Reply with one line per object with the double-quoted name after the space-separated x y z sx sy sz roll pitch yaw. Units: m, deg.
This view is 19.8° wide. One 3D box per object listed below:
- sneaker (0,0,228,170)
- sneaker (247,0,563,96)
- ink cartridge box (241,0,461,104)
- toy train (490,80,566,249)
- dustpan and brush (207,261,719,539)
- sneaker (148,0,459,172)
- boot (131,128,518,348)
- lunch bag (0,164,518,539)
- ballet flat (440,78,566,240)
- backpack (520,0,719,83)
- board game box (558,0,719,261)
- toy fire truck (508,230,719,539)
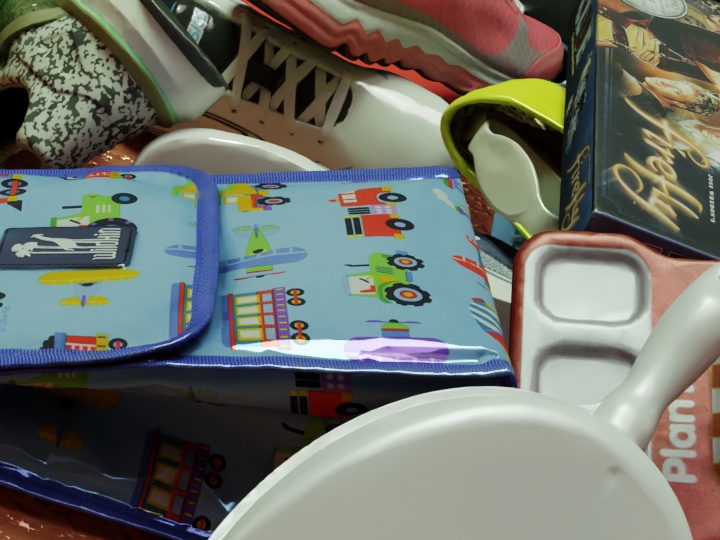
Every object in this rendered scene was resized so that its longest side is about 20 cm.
-0.132 -0.077 0.805 0.077 0.089 0.200 55 -17 -22 "sneaker"
0.037 -0.129 0.912 0.074 0.087 0.200 37 17 37 "sneaker"
0.004 -0.118 1.023 0.161 0.050 0.200 25 3 -3 "ink cartridge box"
0.148 -0.016 0.920 0.200 0.115 0.087 19 -10 -34 "toy train"
0.058 0.064 0.571 0.140 0.200 0.057 42 -16 -1 "dustpan and brush"
-0.050 -0.080 0.893 0.199 0.072 0.072 21 -8 6 "sneaker"
0.000 0.000 0.797 0.200 0.073 0.090 29 13 -13 "boot"
-0.064 0.022 0.663 0.199 0.094 0.151 8 25 -9 "lunch bag"
0.099 -0.006 0.792 0.067 0.067 0.200 5 36 -50 "ballet flat"
0.132 -0.172 1.195 0.183 0.147 0.200 28 1 -13 "backpack"
0.144 -0.039 0.780 0.135 0.035 0.200 20 34 -7 "board game box"
0.122 0.084 0.633 0.167 0.112 0.201 4 61 4 "toy fire truck"
